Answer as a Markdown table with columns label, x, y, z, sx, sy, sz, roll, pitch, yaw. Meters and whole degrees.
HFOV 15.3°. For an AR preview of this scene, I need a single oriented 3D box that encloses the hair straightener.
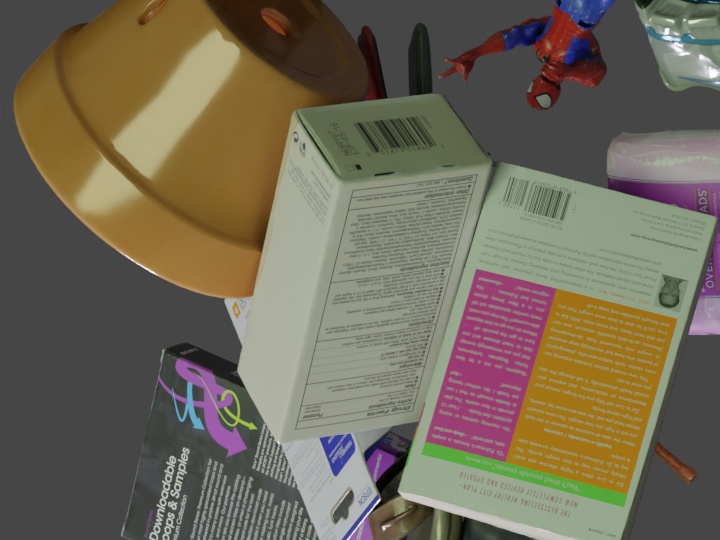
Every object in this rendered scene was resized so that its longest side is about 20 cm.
| label | x | y | z | sx | sy | sz | roll | pitch | yaw |
| --- | --- | --- | --- | --- | --- | --- | --- | --- | --- |
| hair straightener | 0.050 | -0.060 | 1.658 | 0.077 | 0.041 | 0.201 | -7 | 73 | -11 |

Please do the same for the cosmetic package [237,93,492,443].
| label | x | y | z | sx | sy | sz | roll | pitch | yaw |
| --- | --- | --- | --- | --- | --- | --- | --- | --- | --- |
| cosmetic package | 0.000 | 0.000 | 1.571 | 0.073 | 0.103 | 0.200 | 57 | 144 | 41 |

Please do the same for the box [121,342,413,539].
| label | x | y | z | sx | sy | sz | roll | pitch | yaw |
| --- | --- | --- | --- | --- | --- | --- | --- | --- | --- |
| box | -0.060 | 0.149 | 1.792 | 0.200 | 0.036 | 0.143 | 23 | 109 | 23 |

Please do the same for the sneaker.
| label | x | y | z | sx | sy | sz | roll | pitch | yaw |
| --- | --- | --- | --- | --- | --- | --- | --- | --- | --- |
| sneaker | 0.261 | -0.129 | 1.541 | 0.199 | 0.075 | 0.087 | 8 | 136 | 22 |

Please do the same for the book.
| label | x | y | z | sx | sy | sz | roll | pitch | yaw |
| --- | --- | --- | --- | --- | --- | --- | --- | --- | --- |
| book | 0.112 | 0.049 | 1.511 | 0.133 | 0.048 | 0.201 | 16 | 78 | 12 |

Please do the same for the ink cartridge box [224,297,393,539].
| label | x | y | z | sx | sy | sz | roll | pitch | yaw |
| --- | --- | --- | --- | --- | --- | --- | --- | --- | --- |
| ink cartridge box | -0.028 | 0.077 | 1.702 | 0.095 | 0.037 | 0.200 | -56 | 48 | 51 |

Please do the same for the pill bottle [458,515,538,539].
| label | x | y | z | sx | sy | sz | roll | pitch | yaw |
| --- | --- | --- | --- | --- | --- | --- | --- | --- | --- |
| pill bottle | 0.101 | 0.209 | 1.669 | 0.106 | 0.106 | 0.201 | 27 | 112 | 23 |

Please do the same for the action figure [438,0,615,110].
| label | x | y | z | sx | sy | sz | roll | pitch | yaw |
| --- | --- | --- | --- | --- | --- | --- | --- | --- | --- |
| action figure | 0.115 | -0.155 | 1.567 | 0.065 | 0.099 | 0.200 | 45 | 146 | 22 |

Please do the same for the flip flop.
| label | x | y | z | sx | sy | sz | roll | pitch | yaw |
| --- | --- | --- | --- | --- | --- | --- | --- | --- | --- |
| flip flop | 0.036 | 0.136 | 1.653 | 0.057 | 0.081 | 0.201 | 13 | 110 | -7 |

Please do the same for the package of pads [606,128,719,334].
| label | x | y | z | sx | sy | sz | roll | pitch | yaw |
| --- | --- | --- | --- | --- | --- | --- | --- | --- | --- |
| package of pads | 0.243 | -0.024 | 1.558 | 0.199 | 0.076 | 0.121 | -1 | 97 | 30 |

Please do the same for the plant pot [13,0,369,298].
| label | x | y | z | sx | sy | sz | roll | pitch | yaw |
| --- | --- | --- | --- | --- | --- | --- | --- | --- | --- |
| plant pot | -0.088 | -0.102 | 1.608 | 0.200 | 0.200 | 0.140 | 49 | 117 | 13 |

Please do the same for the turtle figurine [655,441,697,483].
| label | x | y | z | sx | sy | sz | roll | pitch | yaw |
| --- | --- | --- | --- | --- | --- | --- | --- | --- | --- |
| turtle figurine | 0.124 | 0.066 | 1.600 | 0.064 | 0.161 | 0.200 | -32 | 92 | 44 |
